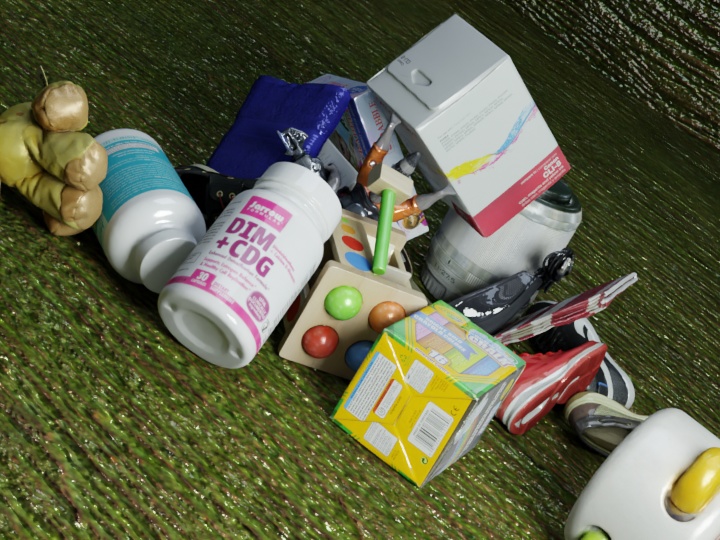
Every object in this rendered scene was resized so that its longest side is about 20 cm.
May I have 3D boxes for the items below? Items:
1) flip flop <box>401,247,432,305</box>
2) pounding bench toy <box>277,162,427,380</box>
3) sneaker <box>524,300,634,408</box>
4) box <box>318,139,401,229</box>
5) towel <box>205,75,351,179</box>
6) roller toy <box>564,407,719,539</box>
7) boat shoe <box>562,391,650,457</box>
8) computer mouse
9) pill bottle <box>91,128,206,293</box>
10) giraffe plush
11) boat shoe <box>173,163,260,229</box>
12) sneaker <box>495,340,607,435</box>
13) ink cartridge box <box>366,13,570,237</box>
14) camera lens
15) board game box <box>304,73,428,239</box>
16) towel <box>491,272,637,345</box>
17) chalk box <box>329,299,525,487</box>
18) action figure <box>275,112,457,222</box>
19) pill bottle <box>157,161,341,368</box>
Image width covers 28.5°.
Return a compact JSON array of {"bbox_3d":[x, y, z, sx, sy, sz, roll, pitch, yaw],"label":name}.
[{"bbox_3d":[0.033,-0.012,1.817,0.081,0.058,0.200,8,29,-43],"label":"flip flop"},{"bbox_3d":[0.000,0.000,1.549,0.124,0.201,0.156,19,27,-22],"label":"pounding bench toy"},{"bbox_3d":[0.257,0.104,1.819,0.111,0.073,0.200,7,32,-46],"label":"sneaker"},{"bbox_3d":[-0.053,-0.106,1.804,0.124,0.097,0.200,50,1,-46],"label":"box"},{"bbox_3d":[-0.108,-0.147,1.747,0.147,0.201,0.050,13,-27,35],"label":"towel"},{"bbox_3d":[0.310,0.243,1.425,0.140,0.201,0.182,39,18,22],"label":"roller toy"},{"bbox_3d":[0.333,0.210,1.700,0.199,0.073,0.065,19,35,-15],"label":"boat shoe"},{"bbox_3d":[0.176,0.043,1.760,0.139,0.199,0.053,108,-43,-76],"label":"computer mouse"},{"bbox_3d":[-0.234,-0.060,1.525,0.110,0.111,0.200,12,27,-36],"label":"pill bottle"},{"bbox_3d":[-0.373,-0.121,1.463,0.161,0.173,0.200,-14,55,-30],"label":"giraffe plush"},{"bbox_3d":[-0.149,-0.073,1.602,0.200,0.074,0.063,18,23,34],"label":"boat shoe"},{"bbox_3d":[0.203,0.109,1.696,0.115,0.079,0.199,37,38,26],"label":"sneaker"},{"bbox_3d":[0.131,-0.176,1.727,0.200,0.144,0.145,53,-2,-40],"label":"ink cartridge box"},{"bbox_3d":[0.188,-0.044,1.886,0.159,0.201,0.160,24,22,-11],"label":"camera lens"},{"bbox_3d":[0.005,-0.152,1.867,0.041,0.201,0.199,-25,19,-14],"label":"board game box"},{"bbox_3d":[0.239,0.058,1.764,0.144,0.199,0.023,-25,90,-62],"label":"towel"},{"bbox_3d":[0.082,0.121,1.503,0.124,0.125,0.200,36,22,15],"label":"chalk box"},{"bbox_3d":[-0.017,-0.095,1.636,0.200,0.193,0.105,50,9,-8],"label":"action figure"},{"bbox_3d":[-0.108,-0.010,1.444,0.113,0.114,0.200,31,59,5],"label":"pill bottle"}]
